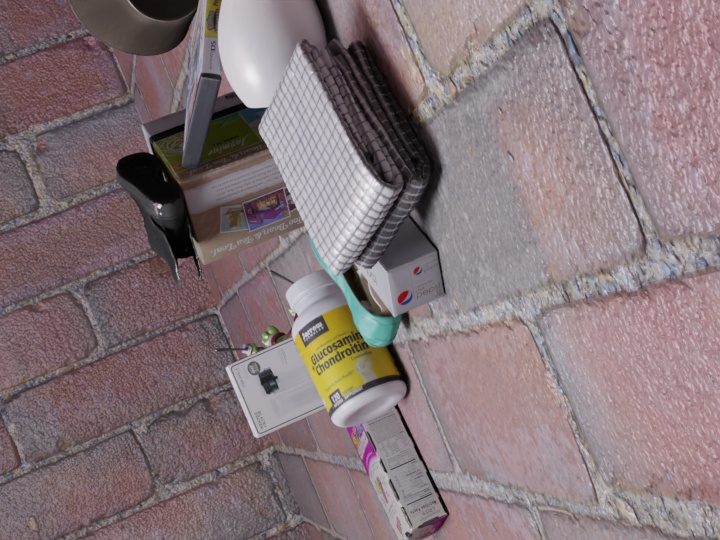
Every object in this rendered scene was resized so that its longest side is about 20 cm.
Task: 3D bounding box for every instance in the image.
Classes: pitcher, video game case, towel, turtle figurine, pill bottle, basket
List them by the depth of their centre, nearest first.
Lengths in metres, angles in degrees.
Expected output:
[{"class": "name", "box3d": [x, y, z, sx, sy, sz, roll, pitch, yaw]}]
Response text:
[{"class": "towel", "box3d": [-0.016, -0.121, 1.418, 0.201, 0.085, 0.166, 62, 148, 21]}, {"class": "pitcher", "box3d": [-0.102, -0.292, 1.548, 0.172, 0.120, 0.201, -86, -12, -77]}, {"class": "video game case", "box3d": [-0.189, -0.251, 1.658, 0.200, 0.025, 0.182, 118, 155, -60]}, {"class": "basket", "box3d": [-0.278, -0.365, 1.786, 0.180, 0.137, 0.200, 27, 172, -21]}, {"class": "pill bottle", "box3d": [-0.026, 0.103, 1.866, 0.112, 0.112, 0.201, 97, 148, -66]}, {"class": "turtle figurine", "box3d": [-0.127, 0.079, 2.204, 0.194, 0.199, 0.145, 179, 103, -81]}]

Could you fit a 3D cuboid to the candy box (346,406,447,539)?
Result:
[{"class": "candy box", "box3d": [0.050, 0.287, 1.982, 0.136, 0.061, 0.201, 103, 144, -69]}]

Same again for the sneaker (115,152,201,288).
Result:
[{"class": "sneaker", "box3d": [-0.255, -0.068, 1.740, 0.200, 0.060, 0.105, 44, 148, 52]}]

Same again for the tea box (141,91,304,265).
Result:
[{"class": "tea box", "box3d": [-0.160, -0.136, 1.824, 0.197, 0.199, 0.134, 49, 157, 52]}]

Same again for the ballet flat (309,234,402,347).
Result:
[{"class": "ballet flat", "box3d": [0.000, 0.000, 1.727, 0.201, 0.067, 0.071, 62, 142, 26]}]

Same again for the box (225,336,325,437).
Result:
[{"class": "box", "box3d": [-0.082, 0.151, 1.990, 0.117, 0.199, 0.060, 65, 169, 2]}]

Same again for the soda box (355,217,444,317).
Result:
[{"class": "soda box", "box3d": [0.021, -0.037, 1.541, 0.200, 0.063, 0.068, -127, 20, -48]}]
